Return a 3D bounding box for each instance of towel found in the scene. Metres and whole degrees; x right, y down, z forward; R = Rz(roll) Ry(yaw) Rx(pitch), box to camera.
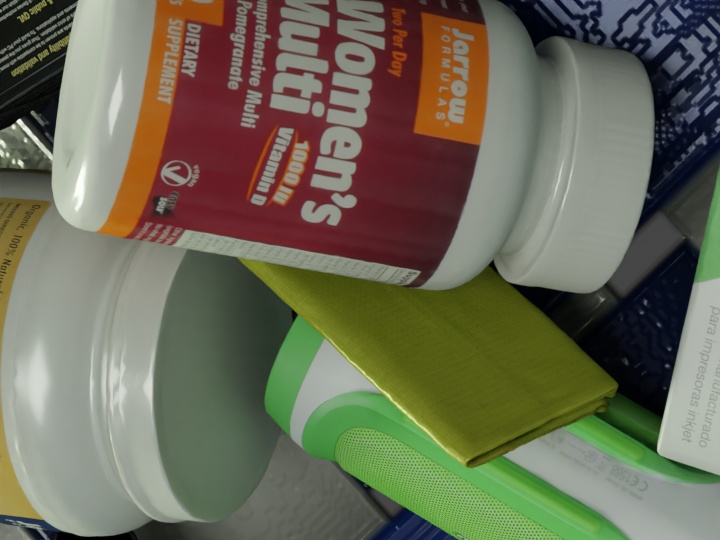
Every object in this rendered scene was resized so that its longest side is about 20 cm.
[{"bbox_3d":[0.000,0.000,0.960,0.200,0.086,0.018,42,134,28],"label":"towel"}]

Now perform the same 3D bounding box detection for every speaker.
[{"bbox_3d":[0.065,0.073,0.982,0.199,0.088,0.089,30,116,14],"label":"speaker"}]

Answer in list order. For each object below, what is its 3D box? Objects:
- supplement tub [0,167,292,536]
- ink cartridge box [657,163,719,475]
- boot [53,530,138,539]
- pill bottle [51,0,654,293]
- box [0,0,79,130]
[{"bbox_3d":[-0.141,0.030,1.031,0.199,0.144,0.145,5,108,24],"label":"supplement tub"},{"bbox_3d":[0.221,0.018,0.892,0.199,0.084,0.147,17,113,19],"label":"ink cartridge box"},{"bbox_3d":[-0.107,0.205,1.043,0.200,0.077,0.139,62,145,40],"label":"boot"},{"bbox_3d":[-0.003,-0.053,0.917,0.199,0.110,0.110,10,114,-15],"label":"pill bottle"},{"bbox_3d":[-0.129,-0.160,1.000,0.200,0.086,0.164,-28,92,29],"label":"box"}]
